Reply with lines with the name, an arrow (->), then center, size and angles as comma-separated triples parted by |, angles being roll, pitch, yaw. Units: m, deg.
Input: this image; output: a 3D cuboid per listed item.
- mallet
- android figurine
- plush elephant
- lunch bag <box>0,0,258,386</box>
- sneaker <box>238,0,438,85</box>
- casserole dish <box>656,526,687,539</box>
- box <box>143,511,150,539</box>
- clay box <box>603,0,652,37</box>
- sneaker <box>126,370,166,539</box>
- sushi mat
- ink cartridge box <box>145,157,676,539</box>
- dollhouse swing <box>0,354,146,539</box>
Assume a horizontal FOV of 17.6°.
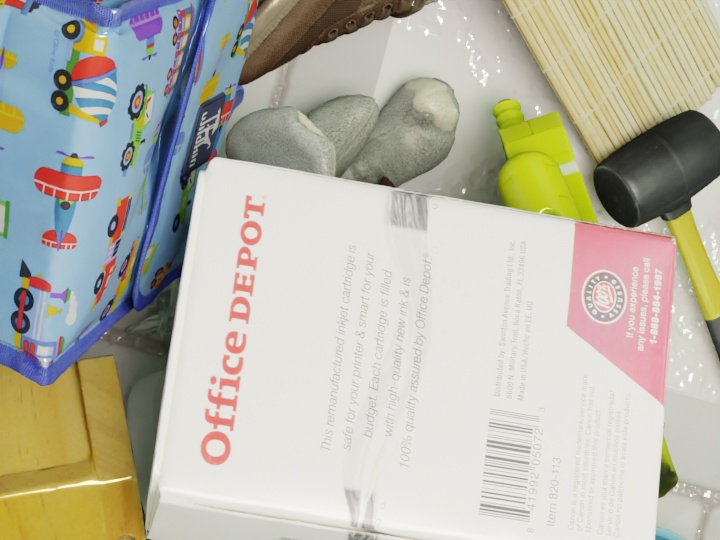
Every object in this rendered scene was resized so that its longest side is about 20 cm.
mallet -> 0.190, 0.010, 1.203 | 0.066, 0.041, 0.200 | -39, 113, -17
android figurine -> 0.103, 0.008, 1.113 | 0.041, 0.182, 0.200 | -19, 60, 3
plush elephant -> 0.000, 0.000, 1.080 | 0.200, 0.155, 0.165 | -12, 95, -19
lunch bag -> -0.105, -0.058, 0.955 | 0.094, 0.200, 0.151 | 19, 109, 19
sneaker -> 0.011, -0.148, 1.127 | 0.200, 0.070, 0.076 | -46, 108, -11
casserole dish -> 0.161, 0.211, 1.194 | 0.200, 0.039, 0.121 | 37, 79, -24
box -> -0.194, 0.152, 1.075 | 0.158, 0.051, 0.200 | 36, 80, -16
clay box -> 0.116, -0.223, 1.123 | 0.115, 0.048, 0.200 | -47, 135, -13
sneaker -> -0.049, 0.111, 1.023 | 0.082, 0.200, 0.074 | -21, 133, 2
sushi mat -> 0.124, -0.128, 1.141 | 0.096, 0.012, 0.200 | -47, 136, -9
ink cartridge box -> 0.020, 0.047, 0.950 | 0.200, 0.083, 0.147 | 10, 70, -6
dollhouse swing -> -0.203, 0.092, 1.021 | 0.200, 0.176, 0.182 | -10, 124, -9
